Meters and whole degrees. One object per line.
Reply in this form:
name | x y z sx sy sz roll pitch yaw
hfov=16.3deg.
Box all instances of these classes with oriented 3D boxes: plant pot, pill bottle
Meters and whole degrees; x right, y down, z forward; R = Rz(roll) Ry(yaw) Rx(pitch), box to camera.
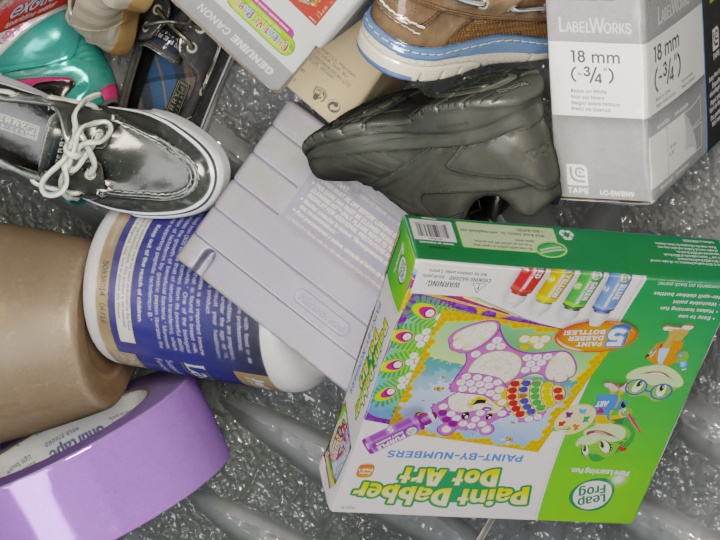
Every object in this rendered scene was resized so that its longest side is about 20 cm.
plant pot | -0.253 0.043 1.712 0.173 0.200 0.202 -2 109 18
pill bottle | -0.072 0.017 1.645 0.199 0.116 0.117 8 113 25

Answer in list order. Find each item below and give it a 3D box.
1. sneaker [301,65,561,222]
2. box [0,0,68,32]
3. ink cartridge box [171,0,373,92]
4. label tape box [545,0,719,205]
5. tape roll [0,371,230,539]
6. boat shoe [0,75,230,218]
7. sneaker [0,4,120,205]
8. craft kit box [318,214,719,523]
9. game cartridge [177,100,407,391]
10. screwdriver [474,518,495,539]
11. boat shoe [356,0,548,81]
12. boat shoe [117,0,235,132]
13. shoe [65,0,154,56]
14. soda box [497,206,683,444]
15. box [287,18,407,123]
sneaker | 0.039 -0.060 1.456 0.199 0.076 0.091 -3 111 55
box | -0.224 -0.220 1.579 0.095 0.200 0.100 41 123 9
ink cartridge box | -0.056 -0.234 1.438 0.200 0.084 0.176 44 121 1
label tape box | 0.159 -0.155 1.438 0.063 0.144 0.201 4 112 26
tape roll | -0.191 0.139 1.705 0.199 0.200 0.066 -21 99 32
boat shoe | -0.183 -0.081 1.607 0.198 0.068 0.074 22 103 10
sneaker | -0.231 -0.087 1.712 0.200 0.083 0.121 -41 79 32
craft kit box | 0.094 0.062 1.461 0.199 0.049 0.198 4 132 -17
game cartridge | 0.000 0.000 1.547 0.200 0.038 0.130 38 90 16
screwdriver | 0.106 0.120 1.570 0.029 0.028 0.201 14 121 -12
boat shoe | 0.085 -0.164 1.439 0.072 0.200 0.073 40 130 22
boat shoe | -0.119 -0.147 1.633 0.070 0.066 0.201 32 121 12
shoe | -0.156 -0.183 1.583 0.053 0.200 0.070 19 81 -10
soda box | 0.118 0.040 1.585 0.068 0.063 0.201 -30 94 31
box | 0.028 -0.191 1.524 0.078 0.095 0.200 41 124 7
